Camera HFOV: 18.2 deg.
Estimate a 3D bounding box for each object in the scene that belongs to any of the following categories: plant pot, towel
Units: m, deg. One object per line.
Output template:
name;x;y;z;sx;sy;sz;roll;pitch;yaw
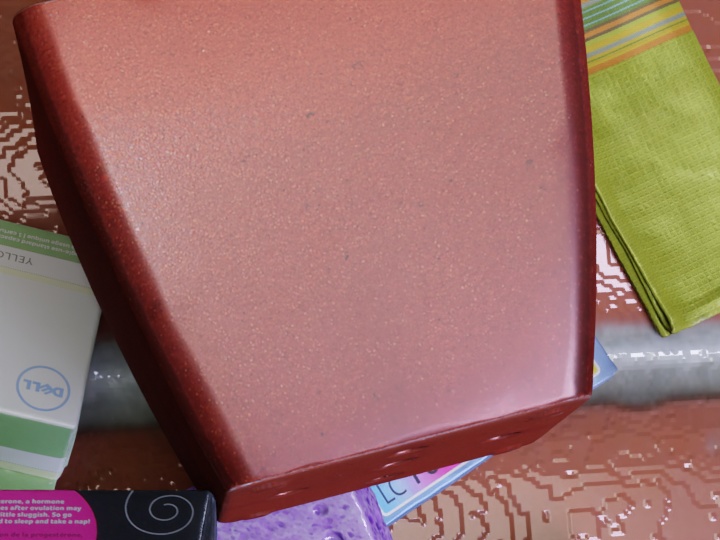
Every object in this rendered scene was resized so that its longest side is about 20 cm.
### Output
plant pot;-0.009;-0.009;0.854;0.199;0.200;0.177;-14;79;-8
towel;0.134;-0.075;1.062;0.086;0.018;0.200;-26;87;-12

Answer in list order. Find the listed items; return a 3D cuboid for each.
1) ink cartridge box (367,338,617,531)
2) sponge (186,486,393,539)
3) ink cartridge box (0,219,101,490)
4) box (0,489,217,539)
ink cartridge box;0.000;0.000;0.998;0.136;0.076;0.200;-33;87;-13
sponge;-0.019;0.178;0.952;0.111;0.030;0.200;-22;97;16
ink cartridge box;-0.189;0.059;0.922;0.145;0.048;0.200;14;46;-9
box;-0.150;0.162;0.798;0.199;0.115;0.132;0;39;-1
